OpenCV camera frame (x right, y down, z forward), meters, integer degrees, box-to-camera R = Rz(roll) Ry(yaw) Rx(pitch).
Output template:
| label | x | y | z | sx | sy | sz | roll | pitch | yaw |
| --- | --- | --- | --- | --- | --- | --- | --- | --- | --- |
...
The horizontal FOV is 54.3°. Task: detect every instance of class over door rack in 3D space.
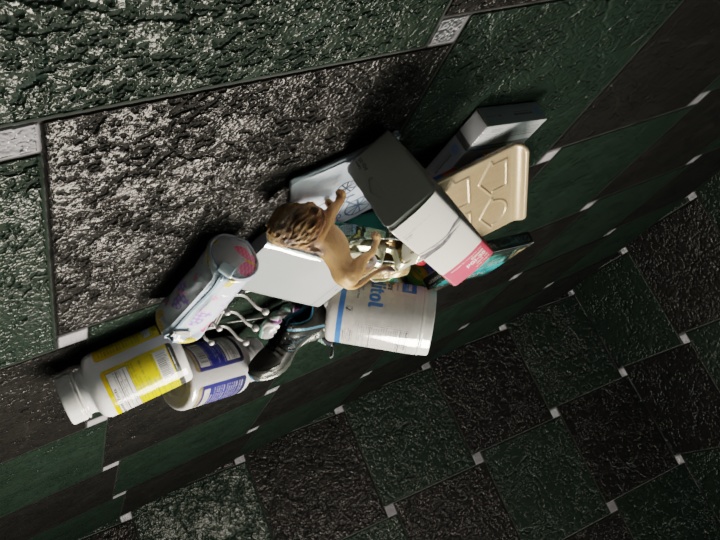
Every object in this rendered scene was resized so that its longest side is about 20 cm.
| label | x | y | z | sx | sy | sz | roll | pitch | yaw |
| --- | --- | --- | --- | --- | --- | --- | --- | --- | --- |
| over door rack | -0.182 | 0.075 | 1.301 | 0.199 | 0.067 | 0.148 | -19 | 161 | -34 |

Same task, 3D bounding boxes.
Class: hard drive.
| label | x | y | z | sx | sy | sz | roll | pitch | yaw |
| --- | --- | --- | --- | --- | --- | --- | --- | --- | --- |
| hard drive | -0.110 | 0.003 | 1.151 | 0.199 | 0.027 | 0.132 | 17 | 138 | -40 |

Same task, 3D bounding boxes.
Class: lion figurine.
| label | x | y | z | sx | sy | sz | roll | pitch | yaw |
| --- | --- | --- | --- | --- | --- | --- | --- | --- | --- |
| lion figurine | -0.039 | -0.032 | 1.007 | 0.072 | 0.200 | 0.123 | -24 | -154 | 53 |

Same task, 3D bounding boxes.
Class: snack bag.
| label | x | y | z | sx | sy | sz | roll | pitch | yaw |
| --- | --- | --- | --- | --- | --- | --- | --- | --- | --- |
| snack bag | -0.033 | -0.120 | 1.059 | 0.188 | 0.021 | 0.200 | -26 | 160 | -15 |

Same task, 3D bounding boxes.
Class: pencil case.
| label | x | y | z | sx | sy | sz | roll | pitch | yaw |
| --- | --- | --- | --- | --- | --- | --- | --- | --- | --- |
| pencil case | -0.232 | 0.030 | 1.048 | 0.200 | 0.083 | 0.091 | -43 | -179 | 36 |

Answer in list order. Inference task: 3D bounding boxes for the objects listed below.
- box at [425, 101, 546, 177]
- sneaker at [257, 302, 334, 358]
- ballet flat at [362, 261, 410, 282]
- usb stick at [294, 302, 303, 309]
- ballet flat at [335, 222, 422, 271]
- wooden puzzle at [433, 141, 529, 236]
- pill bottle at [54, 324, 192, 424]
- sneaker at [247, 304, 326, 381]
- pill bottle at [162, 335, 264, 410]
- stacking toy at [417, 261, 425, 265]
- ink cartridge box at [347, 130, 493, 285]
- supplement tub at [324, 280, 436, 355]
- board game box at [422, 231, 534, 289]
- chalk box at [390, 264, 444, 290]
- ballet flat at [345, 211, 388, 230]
| label | x | y | z | sx | sy | sz | roll | pitch | yaw |
| --- | --- | --- | --- | --- | --- | --- | --- | --- | --- |
| box | 0.198 | -0.199 | 1.188 | 0.155 | 0.041 | 0.200 | -15 | 159 | -39 |
| sneaker | -0.103 | 0.126 | 1.454 | 0.199 | 0.141 | 0.078 | -29 | 164 | -3 |
| ballet flat | 0.000 | 0.000 | 1.261 | 0.199 | 0.071 | 0.065 | -6 | 134 | 29 |
| usb stick | -0.044 | 0.016 | 1.395 | 0.199 | 0.033 | 0.055 | -37 | 144 | 11 |
| ballet flat | 0.042 | -0.030 | 1.141 | 0.198 | 0.075 | 0.074 | 4 | 153 | -16 |
| wooden puzzle | 0.183 | -0.119 | 1.180 | 0.199 | 0.046 | 0.186 | -23 | 142 | -6 |
| pill bottle | -0.387 | 0.170 | 1.151 | 0.199 | 0.112 | 0.111 | -24 | 163 | -19 |
| sneaker | -0.147 | 0.130 | 1.365 | 0.200 | 0.073 | 0.082 | -42 | 138 | -18 |
| pill bottle | -0.284 | 0.193 | 1.379 | 0.199 | 0.120 | 0.120 | -9 | 154 | -49 |
| stacking toy | 0.037 | -0.039 | 1.313 | 0.199 | 0.117 | 0.110 | -21 | 164 | 11 |
| ink cartridge box | 0.087 | -0.085 | 1.001 | 0.083 | 0.147 | 0.200 | -40 | 142 | 11 |
| supplement tub | 0.037 | 0.084 | 1.332 | 0.198 | 0.133 | 0.132 | 8 | 161 | 1 |
| board game box | 0.226 | -0.019 | 1.333 | 0.199 | 0.028 | 0.135 | -13 | 161 | -45 |
| chalk box | 0.115 | -0.016 | 1.445 | 0.199 | 0.125 | 0.125 | -24 | 164 | -16 |
| ballet flat | -0.023 | -0.053 | 1.213 | 0.198 | 0.069 | 0.068 | -17 | 172 | -8 |
